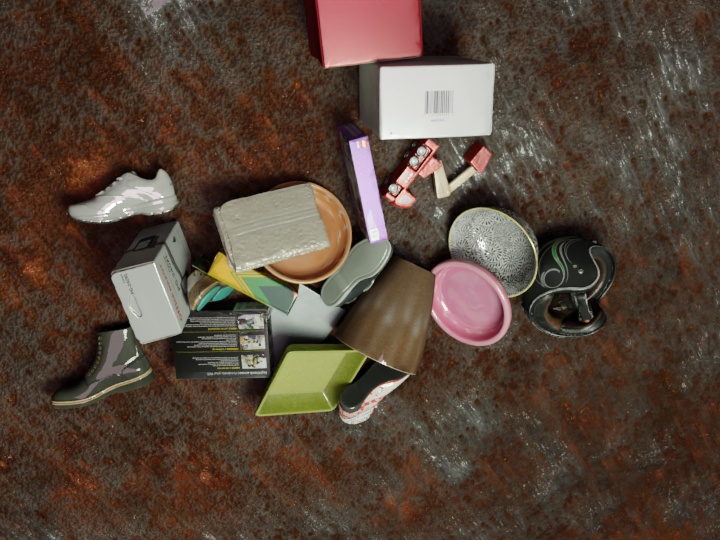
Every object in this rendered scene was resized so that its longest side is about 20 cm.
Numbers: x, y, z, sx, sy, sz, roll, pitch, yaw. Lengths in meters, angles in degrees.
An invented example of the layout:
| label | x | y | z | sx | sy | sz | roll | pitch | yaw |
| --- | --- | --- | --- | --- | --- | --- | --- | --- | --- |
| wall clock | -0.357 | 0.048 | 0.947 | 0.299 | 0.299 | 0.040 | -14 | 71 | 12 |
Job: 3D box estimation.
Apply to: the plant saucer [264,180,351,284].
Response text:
| label | x | y | z | sx | sy | sz | roll | pitch | yaw |
| --- | --- | --- | --- | --- | --- | --- | --- | --- | --- |
| plant saucer | -0.116 | -0.071 | 1.316 | 0.198 | 0.037 | 0.203 | 3 | 79 | -16 |

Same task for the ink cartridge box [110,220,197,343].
| label | x | y | z | sx | sy | sz | roll | pitch | yaw |
| --- | --- | --- | --- | --- | --- | --- | --- | --- | --- |
| ink cartridge box | -0.368 | 0.017 | 1.250 | 0.082 | 0.200 | 0.147 | -13 | 115 | 4 |

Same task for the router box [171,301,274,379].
| label | x | y | z | sx | sy | sz | roll | pitch | yaw |
| --- | --- | --- | --- | --- | --- | --- | --- | --- | --- |
| router box | -0.280 | 0.142 | 1.381 | 0.198 | 0.051 | 0.151 | -1 | 107 | 0 |

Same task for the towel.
| label | x | y | z | sx | sy | sz | roll | pitch | yaw |
| --- | --- | --- | --- | --- | --- | --- | --- | --- | --- |
| towel | -0.164 | -0.079 | 1.261 | 0.198 | 0.034 | 0.134 | -15 | 80 | -21 |

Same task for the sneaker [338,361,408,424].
| label | x | y | z | sx | sy | sz | roll | pitch | yaw |
| --- | --- | --- | --- | --- | --- | --- | --- | --- | --- |
| sneaker | 0.033 | 0.263 | 1.514 | 0.200 | 0.067 | 0.108 | -32 | 153 | -24 |

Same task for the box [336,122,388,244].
| label | x | y | z | sx | sy | sz | roll | pitch | yaw |
| --- | --- | --- | --- | --- | --- | --- | --- | --- | --- |
| box | 0.003 | -0.167 | 1.289 | 0.039 | 0.137 | 0.202 | -15 | 114 | -6 |

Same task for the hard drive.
| label | x | y | z | sx | sy | sz | roll | pitch | yaw |
| --- | --- | --- | --- | --- | --- | --- | --- | --- | --- |
| hard drive | -0.144 | 0.124 | 1.434 | 0.139 | 0.033 | 0.201 | 31 | 103 | -21 |

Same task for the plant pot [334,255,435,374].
| label | x | y | z | sx | sy | sz | roll | pitch | yaw |
| --- | --- | --- | --- | --- | --- | --- | --- | --- | --- |
| plant pot | 0.071 | 0.080 | 1.396 | 0.186 | 0.187 | 0.202 | 24 | 91 | -19 |

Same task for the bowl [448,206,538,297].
| label | x | y | z | sx | sy | sz | roll | pitch | yaw |
| --- | --- | --- | --- | --- | --- | --- | --- | --- | --- |
| bowl | 0.289 | -0.054 | 1.395 | 0.094 | 0.199 | 0.203 | -37 | 122 | -40 |

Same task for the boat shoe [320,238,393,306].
| label | x | y | z | sx | sy | sz | roll | pitch | yaw |
| --- | --- | --- | --- | --- | --- | --- | --- | --- | --- |
| boat shoe | 0.000 | 0.000 | 1.362 | 0.200 | 0.076 | 0.060 | -39 | 158 | 31 |

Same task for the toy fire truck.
| label | x | y | z | sx | sy | sz | roll | pitch | yaw |
| --- | --- | --- | --- | --- | --- | --- | --- | --- | --- |
| toy fire truck | 0.149 | -0.193 | 1.355 | 0.140 | 0.049 | 0.201 | 33 | 102 | -22 |

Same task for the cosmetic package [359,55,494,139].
| label | x | y | z | sx | sy | sz | roll | pitch | yaw |
| --- | --- | --- | --- | --- | --- | --- | --- | --- | --- |
| cosmetic package | 0.110 | -0.315 | 1.216 | 0.197 | 0.200 | 0.124 | -4 | 110 | -10 |

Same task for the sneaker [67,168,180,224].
| label | x | y | z | sx | sy | sz | roll | pitch | yaw |
| --- | --- | --- | --- | --- | --- | --- | --- | --- | --- |
| sneaker | -0.439 | -0.136 | 1.260 | 0.198 | 0.074 | 0.088 | -13 | 102 | -13 |

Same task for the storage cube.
| label | x | y | z | sx | sy | sz | roll | pitch | yaw |
| --- | --- | --- | --- | --- | --- | --- | --- | --- | --- |
| storage cube | -0.004 | -0.454 | 1.153 | 0.198 | 0.171 | 0.182 | -10 | 115 | -8 |

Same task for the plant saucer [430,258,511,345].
| label | x | y | z | sx | sy | sz | roll | pitch | yaw |
| --- | --- | --- | --- | --- | --- | --- | --- | --- | --- |
| plant saucer | 0.228 | 0.061 | 1.423 | 0.051 | 0.199 | 0.202 | -39 | 123 | -42 |

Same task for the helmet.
| label | x | y | z | sx | sy | sz | roll | pitch | yaw |
| --- | --- | --- | --- | --- | --- | --- | --- | --- | --- |
| helmet | 0.434 | 0.024 | 1.425 | 0.198 | 0.192 | 0.201 | 9 | 135 | 9 |

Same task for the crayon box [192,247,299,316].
| label | x | y | z | sx | sy | sz | roll | pitch | yaw |
| --- | --- | --- | --- | --- | --- | --- | --- | --- | --- |
| crayon box | -0.214 | 0.007 | 1.305 | 0.199 | 0.127 | 0.051 | 28 | 98 | -9 |

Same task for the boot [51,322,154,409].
| label | x | y | z | sx | sy | sz | roll | pitch | yaw |
| --- | --- | --- | --- | --- | --- | --- | --- | --- | --- |
| boot | -0.532 | 0.185 | 1.367 | 0.198 | 0.077 | 0.140 | -19 | 111 | -18 |

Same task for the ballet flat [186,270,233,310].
| label | x | y | z | sx | sy | sz | roll | pitch | yaw |
| --- | --- | --- | --- | --- | --- | --- | --- | --- | --- |
| ballet flat | -0.294 | 0.030 | 1.284 | 0.065 | 0.200 | 0.071 | 42 | 94 | 0 |

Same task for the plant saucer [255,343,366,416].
| label | x | y | z | sx | sy | sz | roll | pitch | yaw |
| --- | --- | --- | --- | --- | --- | --- | --- | --- | --- |
| plant saucer | -0.107 | 0.219 | 1.429 | 0.198 | 0.048 | 0.201 | 4 | 130 | -35 |
